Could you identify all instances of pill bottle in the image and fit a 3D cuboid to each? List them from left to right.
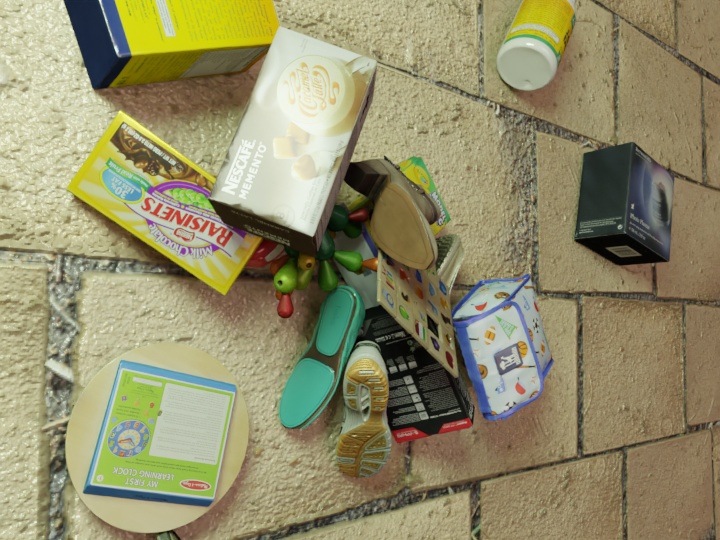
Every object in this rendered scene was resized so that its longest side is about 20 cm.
[{"bbox_3d":[0.337,-0.447,1.067,0.112,0.112,0.202,39,64,-29],"label":"pill bottle"}]

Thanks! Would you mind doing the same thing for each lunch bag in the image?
[{"bbox_3d":[0.225,0.119,0.917,0.199,0.123,0.173,-29,103,-51],"label":"lunch bag"}]

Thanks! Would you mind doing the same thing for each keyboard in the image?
[{"bbox_3d":[0.000,0.000,0.816,0.202,0.056,0.011,61,15,-18],"label":"keyboard"}]

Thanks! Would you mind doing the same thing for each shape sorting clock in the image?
[{"bbox_3d":[-0.220,0.183,0.637,0.197,0.039,0.204,10,71,-32],"label":"shape sorting clock"}]

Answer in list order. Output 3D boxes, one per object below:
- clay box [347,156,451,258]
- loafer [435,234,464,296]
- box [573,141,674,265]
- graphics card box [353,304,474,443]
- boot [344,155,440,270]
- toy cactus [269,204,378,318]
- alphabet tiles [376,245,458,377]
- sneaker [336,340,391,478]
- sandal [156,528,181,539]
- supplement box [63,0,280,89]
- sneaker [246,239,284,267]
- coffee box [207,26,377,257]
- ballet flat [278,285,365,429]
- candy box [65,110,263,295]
[{"bbox_3d":[0.062,-0.086,0.871,0.200,0.047,0.116,-42,112,-31],"label":"clay box"},{"bbox_3d":[0.109,0.037,0.889,0.068,0.075,0.202,37,75,-31],"label":"loafer"},{"bbox_3d":[0.572,-0.137,1.228,0.198,0.122,0.202,19,74,-36],"label":"box"},{"bbox_3d":[0.073,0.141,0.815,0.202,0.124,0.051,65,23,-15],"label":"graphics card box"},{"bbox_3d":[0.063,-0.077,0.741,0.145,0.070,0.201,4,45,-55],"label":"boot"},{"bbox_3d":[-0.046,-0.047,0.685,0.199,0.101,0.168,-34,123,-45],"label":"toy cactus"},{"bbox_3d":[0.074,0.018,0.753,0.167,0.007,0.202,44,30,-30],"label":"alphabet tiles"},{"bbox_3d":[0.009,0.190,0.782,0.074,0.088,0.203,7,116,-1],"label":"sneaker"},{"bbox_3d":[-0.199,0.385,0.622,0.056,0.080,0.205,-10,94,-24],"label":"sandal"},{"bbox_3d":[-0.204,-0.282,0.636,0.198,0.108,0.111,-22,101,-37],"label":"supplement box"},{"bbox_3d":[-0.114,-0.113,0.688,0.116,0.077,0.202,73,28,-56],"label":"sneaker"},{"bbox_3d":[-0.066,-0.133,0.602,0.113,0.080,0.203,19,77,1],"label":"coffee box"},{"bbox_3d":[-0.043,0.118,0.759,0.203,0.067,0.070,-67,157,1],"label":"ballet flat"},{"bbox_3d":[-0.202,-0.070,0.624,0.199,0.026,0.103,35,89,-13],"label":"candy box"}]
